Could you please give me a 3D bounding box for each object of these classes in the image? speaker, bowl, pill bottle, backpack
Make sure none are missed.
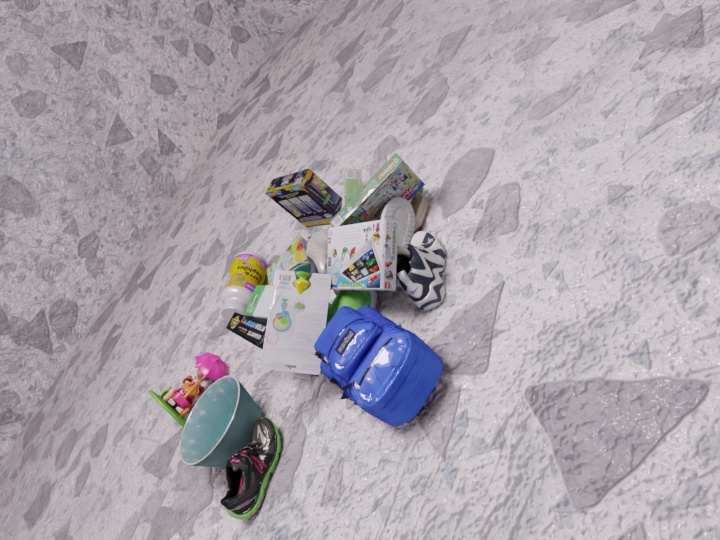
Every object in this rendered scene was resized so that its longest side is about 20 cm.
[{"bbox_3d":[-0.028,0.114,1.171,0.088,0.088,0.201,-13,47,46],"label":"speaker"},{"bbox_3d":[-0.290,0.344,1.255,0.200,0.105,0.202,-33,34,26],"label":"bowl"},{"bbox_3d":[-0.332,0.049,1.631,0.104,0.104,0.201,-27,38,34],"label":"pill bottle"},{"bbox_3d":[0.023,0.161,0.976,0.163,0.167,0.200,-58,34,-1],"label":"backpack"}]

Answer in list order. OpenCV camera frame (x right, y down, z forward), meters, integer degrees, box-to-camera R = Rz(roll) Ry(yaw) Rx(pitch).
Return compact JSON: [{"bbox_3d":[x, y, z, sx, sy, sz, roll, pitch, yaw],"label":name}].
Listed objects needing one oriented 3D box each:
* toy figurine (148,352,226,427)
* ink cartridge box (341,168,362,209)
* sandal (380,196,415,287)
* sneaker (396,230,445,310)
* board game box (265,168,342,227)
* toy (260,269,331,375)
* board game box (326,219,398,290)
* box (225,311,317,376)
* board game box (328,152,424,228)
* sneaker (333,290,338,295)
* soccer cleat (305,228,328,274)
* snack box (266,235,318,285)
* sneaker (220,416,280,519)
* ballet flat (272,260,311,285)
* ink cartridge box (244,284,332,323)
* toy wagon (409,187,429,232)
[{"bbox_3d":[-0.429,0.300,1.507,0.184,0.150,0.200,-46,3,-20],"label":"toy figurine"},{"bbox_3d":[-0.027,-0.125,1.396,0.146,0.047,0.202,-93,7,-56],"label":"ink cartridge box"},{"bbox_3d":[0.066,-0.062,1.215,0.050,0.082,0.205,-26,50,54],"label":"sandal"},{"bbox_3d":[0.097,-0.031,1.114,0.079,0.129,0.200,-26,39,33],"label":"sneaker"},{"bbox_3d":[-0.144,-0.194,1.580,0.199,0.165,0.057,0,58,53],"label":"board game box"},{"bbox_3d":[-0.123,0.102,1.136,0.047,0.114,0.202,90,-175,-72],"label":"toy"},{"bbox_3d":[-0.002,-0.025,1.105,0.199,0.034,0.128,-1,86,56],"label":"board game box"},{"bbox_3d":[-0.189,0.159,1.265,0.199,0.159,0.046,8,66,55],"label":"box"},{"bbox_3d":[0.038,-0.146,1.242,0.200,0.134,0.029,-45,61,10],"label":"board game box"},{"bbox_3d":[0.000,0.000,1.283,0.200,0.114,0.076,130,128,-70],"label":"sneaker"},{"bbox_3d":[-0.100,-0.037,1.439,0.077,0.070,0.201,-14,33,7],"label":"soccer cleat"},{"bbox_3d":[-0.174,0.018,1.500,0.142,0.053,0.201,-44,32,15],"label":"snack box"},{"bbox_3d":[-0.217,0.380,1.137,0.076,0.084,0.201,-23,40,38],"label":"sneaker"},{"bbox_3d":[-0.196,0.045,1.395,0.200,0.067,0.062,-51,41,8],"label":"ballet flat"},{"bbox_3d":[-0.144,0.100,1.281,0.199,0.146,0.084,-2,59,53],"label":"ink cartridge box"},{"bbox_3d":[0.071,-0.120,1.338,0.199,0.039,0.156,-12,48,49],"label":"toy wagon"}]
